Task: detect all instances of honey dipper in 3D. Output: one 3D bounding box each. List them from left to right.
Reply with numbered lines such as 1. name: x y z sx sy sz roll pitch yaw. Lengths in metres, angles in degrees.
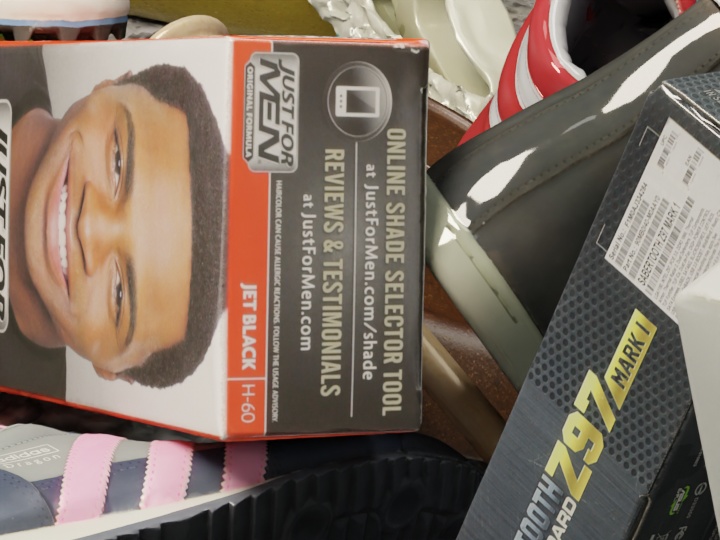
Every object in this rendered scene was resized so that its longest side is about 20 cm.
1. honey dipper: 0.000 0.000 0.850 0.038 0.038 0.200 -9 47 -42

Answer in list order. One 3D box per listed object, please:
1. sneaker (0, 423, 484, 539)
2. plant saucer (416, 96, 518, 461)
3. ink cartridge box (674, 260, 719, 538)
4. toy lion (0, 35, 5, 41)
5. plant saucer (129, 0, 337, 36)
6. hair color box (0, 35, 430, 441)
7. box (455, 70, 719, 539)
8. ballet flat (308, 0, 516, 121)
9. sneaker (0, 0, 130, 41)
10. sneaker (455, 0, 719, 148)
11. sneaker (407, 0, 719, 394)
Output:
1. sneaker: -0.058 0.062 0.762 0.199 0.070 0.082 -5 33 -39
2. plant saucer: 0.008 -0.014 0.956 0.200 0.035 0.200 22 28 -13
3. ink cartridge box: 0.191 0.050 0.602 0.200 0.146 0.145 16 40 42
4. toy lion: -0.108 -0.034 0.971 0.191 0.069 0.200 29 27 13
5. plant saucer: -0.060 -0.147 1.252 0.199 0.049 0.200 11 24 -8
6. hair color box: -0.057 -0.013 0.805 0.061 0.102 0.200 0 2 -30
7. box: 0.103 0.040 0.737 0.157 0.200 0.051 -9 42 -42
8. ballet flat: 0.025 -0.104 1.111 0.072 0.072 0.200 -2 47 -33
9. sneaker: -0.136 -0.127 0.959 0.072 0.073 0.200 -4 29 -35
10. sneaker: 0.104 -0.075 0.931 0.071 0.113 0.200 40 48 11
11. sneaker: 0.094 0.011 0.816 0.075 0.106 0.200 58 5 35
